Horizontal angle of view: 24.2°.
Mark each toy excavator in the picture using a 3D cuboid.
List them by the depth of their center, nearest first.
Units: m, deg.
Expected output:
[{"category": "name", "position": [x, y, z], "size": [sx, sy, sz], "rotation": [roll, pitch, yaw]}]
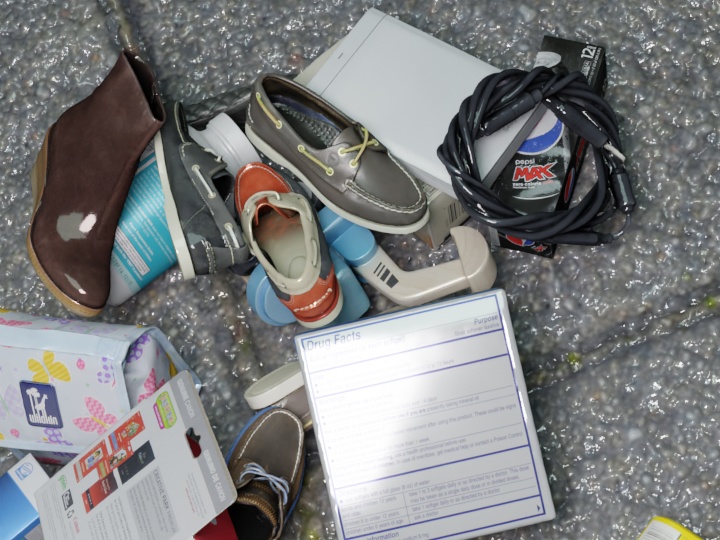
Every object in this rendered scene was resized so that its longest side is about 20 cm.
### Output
[{"category": "toy excavator", "position": [0.000, 0.000, 1.536], "size": [0.194, 0.100, 0.200], "rotation": [-40, 55, -7]}]

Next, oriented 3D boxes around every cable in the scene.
[{"category": "cable", "position": [0.158, -0.104, 1.491], "size": [0.199, 0.051, 0.164], "rotation": [4, 80, -27]}]

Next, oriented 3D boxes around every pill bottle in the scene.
[{"category": "pill bottle", "position": [-0.191, -0.065, 1.617], "size": [0.200, 0.111, 0.111], "rotation": [-37, 63, -7]}]

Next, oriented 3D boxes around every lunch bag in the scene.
[{"category": "lunch bag", "position": [-0.255, 0.106, 1.495], "size": [0.168, 0.200, 0.128], "rotation": [6, 65, 14]}]

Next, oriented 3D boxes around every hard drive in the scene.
[{"category": "hard drive", "position": [0.056, -0.154, 1.558], "size": [0.199, 0.027, 0.132], "rotation": [29, 67, 21]}]

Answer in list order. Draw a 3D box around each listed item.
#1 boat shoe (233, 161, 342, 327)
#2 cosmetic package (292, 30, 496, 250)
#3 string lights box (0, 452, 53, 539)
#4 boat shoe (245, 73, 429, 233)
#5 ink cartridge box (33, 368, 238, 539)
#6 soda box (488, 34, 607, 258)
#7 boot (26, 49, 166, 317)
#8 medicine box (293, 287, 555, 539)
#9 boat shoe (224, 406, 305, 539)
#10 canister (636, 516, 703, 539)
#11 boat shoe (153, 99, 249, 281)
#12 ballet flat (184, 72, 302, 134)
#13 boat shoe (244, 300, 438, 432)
[{"category": "boat shoe", "position": [-0.071, -0.035, 1.476], "size": [0.071, 0.063, 0.200], "rotation": [-31, 46, 5]}, {"category": "cosmetic package", "position": [0.033, -0.127, 1.611], "size": [0.103, 0.087, 0.200], "rotation": [-40, 64, -14]}, {"category": "string lights box", "position": [-0.339, 0.261, 1.491], "size": [0.200, 0.103, 0.059], "rotation": [-39, 64, -9]}, {"category": "boat shoe", "position": [-0.022, -0.105, 1.508], "size": [0.201, 0.061, 0.072], "rotation": [34, 54, 18]}, {"category": "ink cartridge box", "position": [-0.160, 0.203, 1.350], "size": [0.175, 0.084, 0.200], "rotation": [-40, 33, 6]}, {"category": "soda box", "position": [0.177, -0.118, 1.587], "size": [0.063, 0.071, 0.201], "rotation": [13, 68, 16]}, {"category": "boot", "position": [-0.229, -0.078, 1.489], "size": [0.166, 0.072, 0.201], "rotation": [-44, 49, 30]}, {"category": "medicine box", "position": [0.054, 0.132, 1.429], "size": [0.181, 0.103, 0.201], "rotation": [-13, 85, 1]}, {"category": "boat shoe", "position": [-0.088, 0.201, 1.419], "size": [0.072, 0.072, 0.201], "rotation": [23, 63, -8]}, {"category": "canister", "position": [0.237, 0.317, 1.353], "size": [0.148, 0.087, 0.200], "rotation": [33, 73, 24]}, {"category": "boat shoe", "position": [-0.146, -0.077, 1.508], "size": [0.067, 0.072, 0.201], "rotation": [-17, 51, -1]}, {"category": "ballet flat", "position": [-0.126, -0.164, 1.678], "size": [0.199, 0.067, 0.057], "rotation": [-17, 52, 2]}, {"category": "boat shoe", "position": [-0.007, 0.092, 1.529], "size": [0.199, 0.072, 0.060], "rotation": [-28, 102, -15]}]
